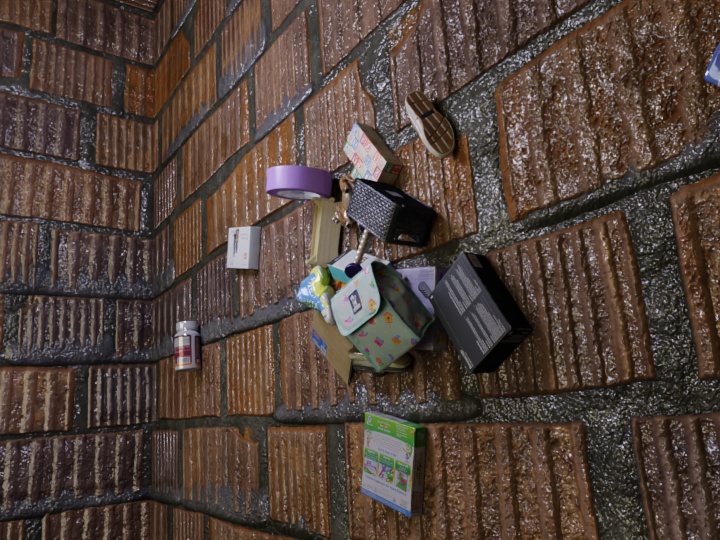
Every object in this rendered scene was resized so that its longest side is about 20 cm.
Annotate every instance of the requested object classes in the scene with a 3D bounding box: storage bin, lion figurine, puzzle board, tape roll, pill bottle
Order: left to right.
[{"bbox_3d":[-0.751,0.330,2.540,0.113,0.112,0.207,-23,67,50],"label":"pill bottle"},{"bbox_3d":[-0.181,-0.256,1.734,0.198,0.195,0.068,-2,84,53],"label":"tape roll"},{"bbox_3d":[-0.078,0.198,1.641,0.200,0.017,0.154,45,141,37],"label":"puzzle board"},{"bbox_3d":[-0.033,-0.195,1.593,0.124,0.070,0.204,-113,24,-46],"label":"lion figurine"},{"bbox_3d":[0.071,-0.142,1.421,0.200,0.132,0.096,41,119,48],"label":"storage bin"}]

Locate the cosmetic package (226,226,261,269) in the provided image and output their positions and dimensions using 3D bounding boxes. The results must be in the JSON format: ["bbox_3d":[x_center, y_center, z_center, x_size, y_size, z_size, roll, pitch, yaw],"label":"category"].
[{"bbox_3d":[-0.442,-0.084,2.210,0.197,0.050,0.156,1,90,54],"label":"cosmetic package"}]

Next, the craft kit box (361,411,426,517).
[{"bbox_3d":[0.077,0.463,1.422,0.197,0.047,0.205,0,89,54],"label":"craft kit box"}]

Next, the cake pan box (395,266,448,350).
[{"bbox_3d":[0.125,0.090,1.392,0.197,0.051,0.191,-6,79,54],"label":"cake pan box"}]

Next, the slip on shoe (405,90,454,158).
[{"bbox_3d":[0.163,-0.335,1.385,0.203,0.074,0.061,61,172,28],"label":"slip on shoe"}]

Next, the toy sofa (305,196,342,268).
[{"bbox_3d":[-0.106,-0.112,1.728,0.083,0.094,0.207,-170,85,-78],"label":"toy sofa"}]

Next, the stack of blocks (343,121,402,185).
[{"bbox_3d":[0.024,-0.291,1.570,0.117,0.057,0.202,-60,43,31],"label":"stack of blocks"}]

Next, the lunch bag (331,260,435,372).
[{"bbox_3d":[0.040,0.096,1.305,0.201,0.122,0.170,47,130,-2],"label":"lunch bag"}]

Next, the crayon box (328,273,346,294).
[{"bbox_3d":[-0.038,0.086,1.620,0.198,0.050,0.132,13,96,54],"label":"crayon box"}]

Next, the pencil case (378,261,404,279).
[{"bbox_3d":[0.032,0.078,1.419,0.088,0.085,0.203,56,130,41],"label":"pencil case"}]

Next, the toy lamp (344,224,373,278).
[{"bbox_3d":[0.009,-0.070,1.502,0.058,0.057,0.204,-37,27,45],"label":"toy lamp"}]

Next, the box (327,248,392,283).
[{"bbox_3d":[0.000,0.000,1.542,0.198,0.082,0.050,20,140,54],"label":"box"}]

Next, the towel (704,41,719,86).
[{"bbox_3d":[0.593,-0.308,0.802,0.200,0.023,0.148,45,123,47],"label":"towel"}]

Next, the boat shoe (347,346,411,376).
[{"bbox_3d":[0.052,0.231,1.470,0.197,0.072,0.067,5,115,47],"label":"boat shoe"}]

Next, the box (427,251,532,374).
[{"bbox_3d":[0.240,0.086,1.206,0.142,0.077,0.203,-53,47,32],"label":"box"}]

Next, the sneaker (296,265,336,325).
[{"bbox_3d":[-0.117,0.087,1.605,0.104,0.076,0.203,-33,44,16],"label":"sneaker"}]
